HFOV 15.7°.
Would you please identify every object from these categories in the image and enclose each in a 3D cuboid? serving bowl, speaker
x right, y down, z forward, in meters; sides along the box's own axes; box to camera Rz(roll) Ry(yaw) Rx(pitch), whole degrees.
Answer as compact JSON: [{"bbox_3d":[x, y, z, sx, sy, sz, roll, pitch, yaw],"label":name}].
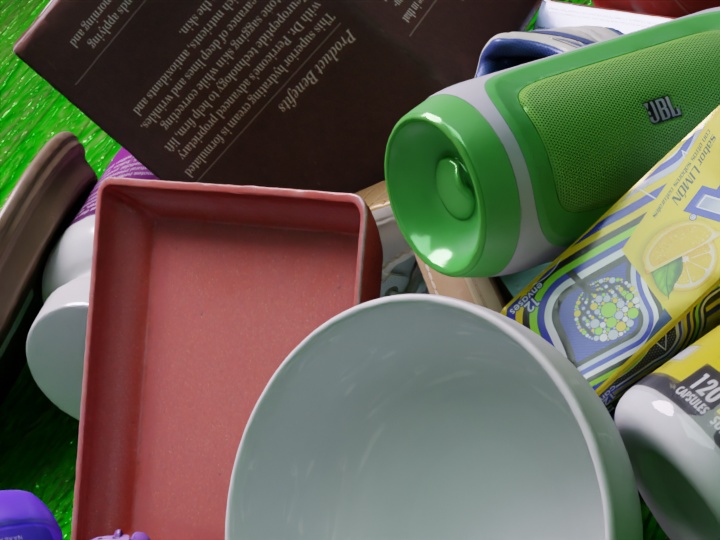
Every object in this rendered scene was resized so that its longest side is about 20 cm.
[{"bbox_3d":[0.039,0.111,1.069,0.200,0.200,0.066,-2,-5,40],"label":"serving bowl"},{"bbox_3d":[0.112,-0.058,1.142,0.200,0.088,0.088,-19,20,-30],"label":"speaker"}]

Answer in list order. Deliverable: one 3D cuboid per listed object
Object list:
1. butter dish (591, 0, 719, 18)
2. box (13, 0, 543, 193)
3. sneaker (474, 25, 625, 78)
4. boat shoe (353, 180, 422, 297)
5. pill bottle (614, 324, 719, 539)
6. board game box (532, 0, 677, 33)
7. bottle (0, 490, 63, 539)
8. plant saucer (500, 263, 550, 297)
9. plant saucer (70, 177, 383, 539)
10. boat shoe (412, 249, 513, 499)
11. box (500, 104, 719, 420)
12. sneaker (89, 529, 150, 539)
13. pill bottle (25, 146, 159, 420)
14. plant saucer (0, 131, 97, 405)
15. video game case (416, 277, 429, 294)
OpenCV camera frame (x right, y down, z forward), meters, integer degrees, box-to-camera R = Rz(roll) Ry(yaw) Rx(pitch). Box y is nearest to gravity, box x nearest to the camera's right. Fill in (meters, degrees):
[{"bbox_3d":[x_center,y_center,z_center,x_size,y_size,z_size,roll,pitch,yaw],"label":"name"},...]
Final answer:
[{"bbox_3d":[0.173,-0.166,1.419,0.148,0.199,0.200,-52,27,4],"label":"butter dish"},{"bbox_3d":[-0.040,-0.135,1.383,0.166,0.200,0.164,-44,8,35],"label":"box"},{"bbox_3d":[0.131,-0.054,1.258,0.088,0.075,0.200,0,29,-40],"label":"sneaker"},{"bbox_3d":[0.000,0.000,1.292,0.200,0.069,0.071,-22,7,35],"label":"boat shoe"},{"bbox_3d":[0.211,0.044,1.058,0.200,0.112,0.112,-35,28,-12],"label":"pill bottle"},{"bbox_3d":[0.161,-0.077,1.323,0.200,0.019,0.103,14,80,39],"label":"board game box"},{"bbox_3d":[-0.144,0.191,1.099,0.084,0.065,0.200,-14,57,-14],"label":"bottle"},{"bbox_3d":[0.084,0.039,1.232,0.201,0.039,0.201,-15,34,11],"label":"plant saucer"},{"bbox_3d":[-0.060,0.059,1.247,0.037,0.200,0.200,4,1,-43],"label":"plant saucer"},{"bbox_3d":[0.051,0.057,1.145,0.065,0.071,0.200,-26,59,8],"label":"boat shoe"},{"bbox_3d":[0.160,-0.018,1.096,0.200,0.070,0.064,-44,55,1],"label":"box"},{"bbox_3d":[-0.110,0.151,1.210,0.200,0.081,0.083,2,34,45],"label":"sneaker"},{"bbox_3d":[-0.108,-0.005,1.430,0.112,0.112,0.200,-12,29,27],"label":"pill bottle"},{"bbox_3d":[-0.195,0.018,1.448,0.200,0.029,0.200,-64,-1,-3],"label":"plant saucer"},{"bbox_3d":[0.036,0.011,1.373,0.182,0.024,0.200,3,40,45],"label":"video game case"}]
